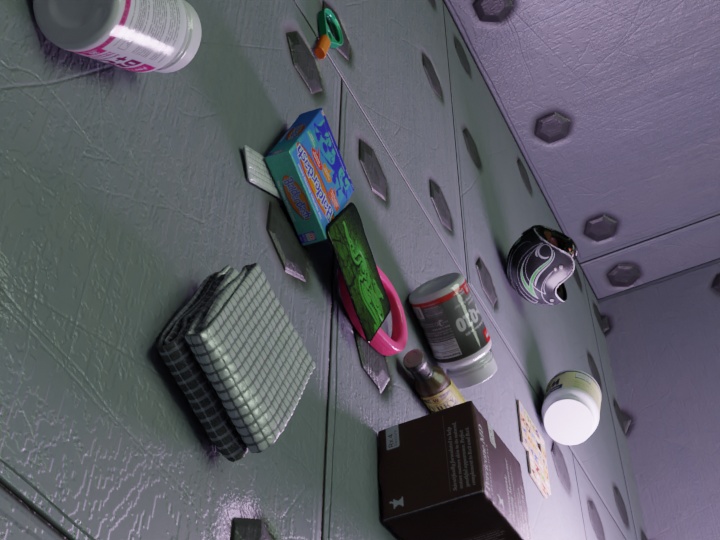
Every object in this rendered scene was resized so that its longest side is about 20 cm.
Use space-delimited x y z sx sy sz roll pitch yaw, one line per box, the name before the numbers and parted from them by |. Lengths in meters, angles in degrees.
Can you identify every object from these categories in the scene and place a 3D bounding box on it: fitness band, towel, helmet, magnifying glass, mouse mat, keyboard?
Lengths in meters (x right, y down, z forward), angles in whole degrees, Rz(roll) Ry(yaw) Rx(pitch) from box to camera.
fitness band | 0.024 0.059 1.832 0.200 0.037 0.144 45 30 -48
towel | -0.144 0.099 1.258 0.166 0.086 0.200 62 22 -17
helmet | 0.491 -0.005 2.963 0.200 0.191 0.200 23 24 -11
magnifying glass | -0.065 -0.458 2.148 0.080 0.022 0.200 61 21 -24
mouse mat | 0.000 0.000 1.753 0.161 0.008 0.200 -53 126 -66
keyboard | -0.124 -0.134 1.661 0.200 0.011 0.056 27 45 -63

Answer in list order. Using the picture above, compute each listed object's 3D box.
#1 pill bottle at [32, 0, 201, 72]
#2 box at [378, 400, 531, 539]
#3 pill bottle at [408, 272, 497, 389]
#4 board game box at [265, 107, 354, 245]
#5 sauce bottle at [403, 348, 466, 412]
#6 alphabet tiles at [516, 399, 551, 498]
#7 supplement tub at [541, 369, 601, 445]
pill bottle | -0.270 -0.290 1.256 0.200 0.113 0.114 0 70 -70
box | 0.144 0.337 1.677 0.200 0.164 0.166 52 25 -41
pill bottle | 0.181 0.116 2.089 0.200 0.114 0.114 65 19 -12
board game box | -0.076 -0.151 1.725 0.200 0.045 0.152 -65 137 -59
sauce bottle | 0.135 0.213 1.944 0.200 0.065 0.065 52 25 -38
alphabet tiles | 0.408 0.427 2.567 0.167 0.008 0.200 56 22 -35
supplement tub | 0.538 0.349 2.795 0.145 0.145 0.200 67 19 -8
